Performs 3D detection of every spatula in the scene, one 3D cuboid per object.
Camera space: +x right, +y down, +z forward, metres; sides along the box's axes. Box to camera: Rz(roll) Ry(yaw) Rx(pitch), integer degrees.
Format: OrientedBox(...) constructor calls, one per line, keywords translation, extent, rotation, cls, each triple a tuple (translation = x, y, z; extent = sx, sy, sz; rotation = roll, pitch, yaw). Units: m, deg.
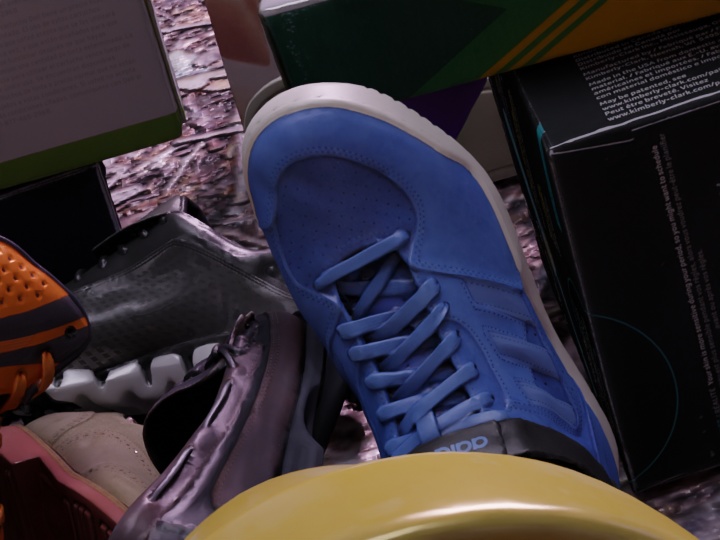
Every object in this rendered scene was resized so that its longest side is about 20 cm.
OrientedBox(translation=(0.000, 0.000, 0.958), extent=(0.056, 0.200, 0.021), rotation=(17, 0, 39), cls="spatula")

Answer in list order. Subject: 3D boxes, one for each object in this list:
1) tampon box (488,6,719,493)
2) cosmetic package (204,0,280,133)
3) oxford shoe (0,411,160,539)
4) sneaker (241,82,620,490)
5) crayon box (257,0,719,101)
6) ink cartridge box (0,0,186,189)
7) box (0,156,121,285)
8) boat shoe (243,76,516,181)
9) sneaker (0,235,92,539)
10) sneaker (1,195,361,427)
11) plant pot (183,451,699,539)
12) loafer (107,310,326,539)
OrientedBox(translation=(0.127, -0.042, 0.960), extent=(0.126, 0.150, 0.200), rotation=(-17, 28, 1), cls="tampon box")
OrientedBox(translation=(-0.027, -0.168, 1.216), extent=(0.087, 0.200, 0.103), rotation=(-1, 31, 24), cls="cosmetic package")
OrientedBox(translation=(-0.072, 0.091, 0.914), extent=(0.075, 0.071, 0.200), rotation=(-22, 30, -26), cls="oxford shoe")
OrientedBox(translation=(0.026, 0.037, 0.825), extent=(0.077, 0.200, 0.111), rotation=(-24, 27, 15), cls="sneaker")
OrientedBox(translation=(0.067, -0.125, 0.931), extent=(0.200, 0.052, 0.126), rotation=(-15, 28, 9), cls="crayon box")
OrientedBox(translation=(-0.168, -0.134, 1.010), extent=(0.148, 0.200, 0.076), rotation=(-16, 29, -2), cls="ink cartridge box")
OrientedBox(translation=(-0.210, -0.007, 1.124), extent=(0.200, 0.104, 0.182), rotation=(-19, 29, -7), cls="box")
OrientedBox(translation=(0.048, -0.082, 1.158), extent=(0.199, 0.075, 0.066), rotation=(-10, 26, 11), cls="boat shoe")
OrientedBox(translation=(-0.133, 0.066, 0.864), extent=(0.112, 0.200, 0.078), rotation=(-28, 17, -38), cls="sneaker")
OrientedBox(translation=(-0.091, 0.016, 1.024), extent=(0.200, 0.066, 0.091), rotation=(-5, 75, 14), cls="sneaker")
OrientedBox(translation=(0.011, 0.138, 0.676), extent=(0.201, 0.201, 0.189), rotation=(-21, 12, -8), cls="plant pot")
OrientedBox(translation=(-0.048, 0.056, 0.851), extent=(0.063, 0.072, 0.200), rotation=(16, 19, -7), cls="loafer")
